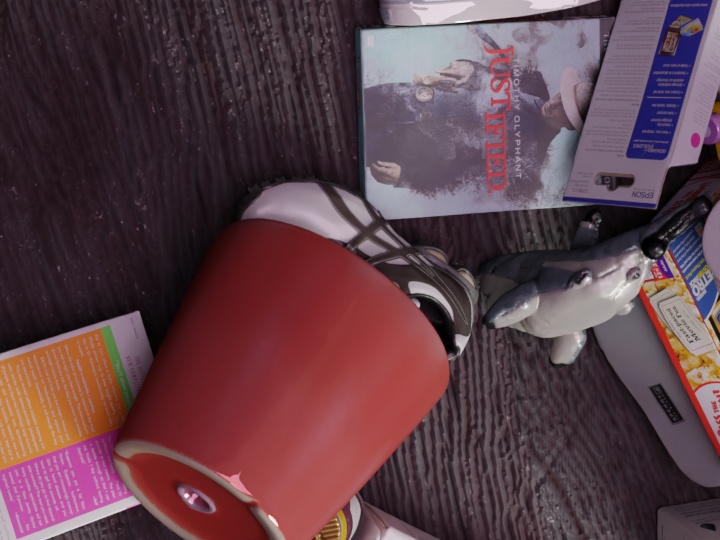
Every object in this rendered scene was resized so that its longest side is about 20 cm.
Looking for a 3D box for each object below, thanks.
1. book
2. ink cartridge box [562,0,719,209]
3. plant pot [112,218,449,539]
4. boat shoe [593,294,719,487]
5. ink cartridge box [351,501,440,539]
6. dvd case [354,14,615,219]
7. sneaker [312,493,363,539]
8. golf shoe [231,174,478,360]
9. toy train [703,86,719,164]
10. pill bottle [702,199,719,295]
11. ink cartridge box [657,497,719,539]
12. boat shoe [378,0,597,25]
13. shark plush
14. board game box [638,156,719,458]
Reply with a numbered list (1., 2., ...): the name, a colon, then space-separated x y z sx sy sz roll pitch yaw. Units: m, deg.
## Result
1. book: -0.229 0.121 1.350 0.200 0.048 0.134 -17 86 -29
2. ink cartridge box: 0.217 -0.137 1.426 0.037 0.095 0.200 27 78 -39
3. plant pot: -0.065 0.094 1.331 0.200 0.200 0.177 44 61 -17
4. boat shoe: 0.244 0.070 1.513 0.064 0.071 0.200 -39 106 -42
5. ink cartridge box: 0.055 0.287 1.484 0.200 0.084 0.145 29 91 -18
6. dvd case: 0.096 -0.115 1.458 0.200 0.022 0.146 -4 101 -15
7. sneaker: -0.077 0.229 1.448 0.200 0.090 0.075 -37 84 20
8. golf shoe: 0.000 0.000 1.407 0.200 0.095 0.078 24 120 -16
9. toy train: 0.327 -0.113 1.474 0.200 0.056 0.150 55 52 -21
10. pill bottle: 0.326 0.003 1.396 0.200 0.109 0.109 26 93 -48
11. ink cartridge box: 0.333 0.236 1.489 0.146 0.200 0.083 -7 101 -14
12. boat shoe: 0.109 -0.224 1.423 0.200 0.072 0.069 -7 104 -4
13. shark plush: 0.160 -0.011 1.406 0.091 0.200 0.083 21 50 -27
14. board game box: 0.291 0.031 1.484 0.151 0.046 0.200 -42 110 -41
